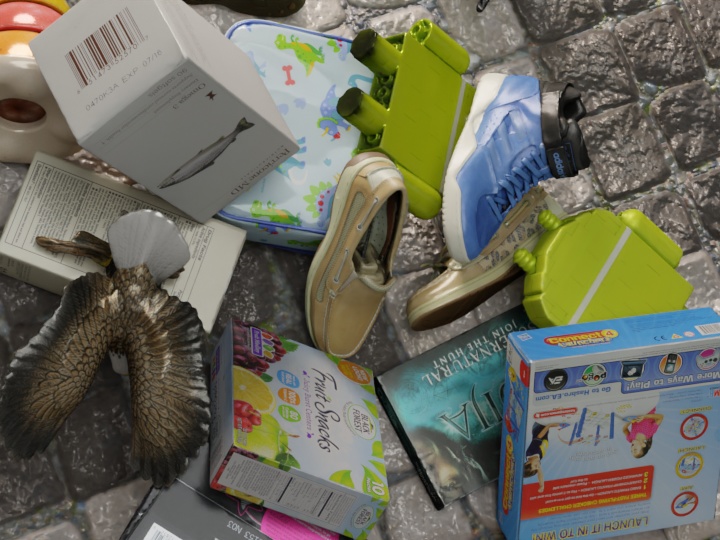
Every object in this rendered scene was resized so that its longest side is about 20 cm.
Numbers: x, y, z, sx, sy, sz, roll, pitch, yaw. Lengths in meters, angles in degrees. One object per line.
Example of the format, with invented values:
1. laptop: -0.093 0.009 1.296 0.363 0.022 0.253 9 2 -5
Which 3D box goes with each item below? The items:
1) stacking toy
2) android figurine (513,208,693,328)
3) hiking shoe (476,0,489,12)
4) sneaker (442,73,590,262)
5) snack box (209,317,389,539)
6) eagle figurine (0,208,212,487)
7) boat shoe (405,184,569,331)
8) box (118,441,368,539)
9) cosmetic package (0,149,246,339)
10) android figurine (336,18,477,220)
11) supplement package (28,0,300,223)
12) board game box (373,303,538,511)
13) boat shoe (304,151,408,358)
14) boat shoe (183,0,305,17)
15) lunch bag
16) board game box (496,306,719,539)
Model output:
1. stacking toy: -0.296 -0.209 1.615 0.146 0.146 0.200 7 58 -12
2. android figurine: 0.226 0.027 1.665 0.200 0.041 0.182 38 70 -16
3. hiking shoe: 0.087 -0.351 1.757 0.101 0.076 0.200 -39 88 -23
4. sneaker: 0.146 -0.093 1.632 0.111 0.077 0.200 5 55 22
5. snack box: -0.054 0.132 1.536 0.142 0.200 0.053 23 115 -16
6. eagle figurine: -0.198 0.063 1.484 0.151 0.151 0.200 -14 49 25
7. boat shoe: 0.112 -0.010 1.683 0.200 0.073 0.063 -31 79 -30
8. box: -0.101 0.249 1.536 0.200 0.115 0.132 32 72 -2
9. cosmetic package: -0.212 -0.017 1.599 0.200 0.071 0.105 23 72 -7
10. android figurine: 0.060 -0.135 1.667 0.200 0.041 0.182 34 59 -38
11. supplement package: -0.160 -0.144 1.511 0.117 0.200 0.117 -37 61 11
12. board game box: 0.126 0.117 1.671 0.200 0.028 0.136 -26 82 -19
13. boat shoe: 0.000 0.000 1.590 0.071 0.200 0.076 -7 33 -27
14. boat shoe: -0.147 -0.289 1.690 0.200 0.072 0.068 8 69 -18
15. lunch bag: -0.070 -0.123 1.656 0.160 0.082 0.201 9 74 -12
16. board game box: 0.226 0.141 1.616 0.199 0.056 0.196 -6 118 -16
